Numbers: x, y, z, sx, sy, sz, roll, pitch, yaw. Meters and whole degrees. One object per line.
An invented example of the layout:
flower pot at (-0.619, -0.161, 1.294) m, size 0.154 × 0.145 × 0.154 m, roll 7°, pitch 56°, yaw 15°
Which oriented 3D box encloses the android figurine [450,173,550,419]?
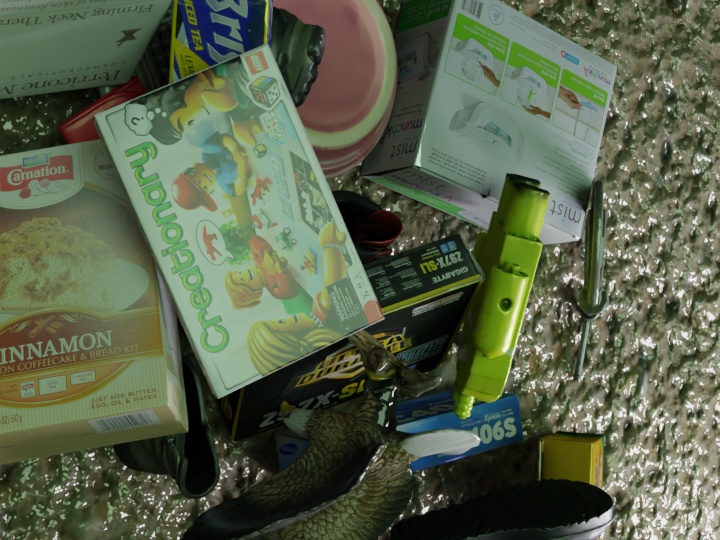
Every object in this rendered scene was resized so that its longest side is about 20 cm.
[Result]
android figurine at (0.110, 0.023, 1.015) m, size 0.041 × 0.182 × 0.202 m, roll 15°, pitch 103°, yaw -2°

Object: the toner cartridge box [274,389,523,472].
toner cartridge box at (0.035, 0.144, 1.062) m, size 0.198 × 0.095 × 0.044 m, roll -10°, pitch 93°, yaw -33°

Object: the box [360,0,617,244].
box at (0.122, -0.138, 1.125) m, size 0.199 × 0.096 × 0.178 m, roll 20°, pitch 79°, yaw -30°

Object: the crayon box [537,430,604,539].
crayon box at (0.189, 0.214, 1.110) m, size 0.200 × 0.050 × 0.129 m, roll 17°, pitch 76°, yaw -75°

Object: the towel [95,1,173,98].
towel at (-0.121, -0.144, 1.008) m, size 0.191 × 0.034 × 0.202 m, roll -26°, pitch 102°, yaw -30°

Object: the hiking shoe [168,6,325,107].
hiking shoe at (-0.110, -0.116, 0.938) m, size 0.100 × 0.076 × 0.201 m, roll 31°, pitch 90°, yaw 1°

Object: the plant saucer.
plant saucer at (-0.043, -0.175, 1.021) m, size 0.199 × 0.051 × 0.203 m, roll 1°, pitch 88°, yaw -35°

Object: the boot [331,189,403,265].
boot at (0.000, 0.000, 1.000) m, size 0.199 × 0.143 × 0.073 m, roll 33°, pitch 56°, yaw -44°

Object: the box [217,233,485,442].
box at (-0.013, 0.056, 0.978) m, size 0.198 × 0.160 × 0.050 m, roll -18°, pitch 67°, yaw -20°

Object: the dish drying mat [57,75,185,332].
dish drying mat at (-0.153, -0.046, 0.959) m, size 0.077 × 0.018 × 0.201 m, roll -38°, pitch 116°, yaw -23°

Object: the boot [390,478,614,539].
boot at (0.111, 0.265, 0.981) m, size 0.196 × 0.073 × 0.164 m, roll -11°, pitch 110°, yaw -14°

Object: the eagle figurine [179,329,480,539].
eagle figurine at (-0.024, 0.147, 0.910) m, size 0.151 × 0.151 × 0.201 m, roll 32°, pitch 83°, yaw -17°

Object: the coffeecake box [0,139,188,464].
coffeecake box at (-0.209, 0.020, 0.848) m, size 0.152 × 0.073 × 0.202 m, roll -10°, pitch 68°, yaw -1°

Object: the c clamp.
c clamp at (0.219, 0.008, 1.149) m, size 0.027 × 0.200 × 0.173 m, roll 5°, pitch 79°, yaw 10°

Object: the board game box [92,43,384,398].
board game box at (-0.080, -0.033, 0.817) m, size 0.125 × 0.035 × 0.202 m, roll -25°, pitch 95°, yaw -13°

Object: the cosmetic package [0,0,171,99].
cosmetic package at (-0.227, -0.236, 0.824) m, size 0.166 × 0.200 × 0.168 m, roll -13°, pitch 76°, yaw -29°

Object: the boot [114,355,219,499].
boot at (-0.156, 0.066, 0.922) m, size 0.067 × 0.130 × 0.202 m, roll -19°, pitch 98°, yaw -29°

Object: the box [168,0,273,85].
box at (-0.100, -0.127, 0.868) m, size 0.069 × 0.064 × 0.203 m, roll 3°, pitch 91°, yaw -4°
